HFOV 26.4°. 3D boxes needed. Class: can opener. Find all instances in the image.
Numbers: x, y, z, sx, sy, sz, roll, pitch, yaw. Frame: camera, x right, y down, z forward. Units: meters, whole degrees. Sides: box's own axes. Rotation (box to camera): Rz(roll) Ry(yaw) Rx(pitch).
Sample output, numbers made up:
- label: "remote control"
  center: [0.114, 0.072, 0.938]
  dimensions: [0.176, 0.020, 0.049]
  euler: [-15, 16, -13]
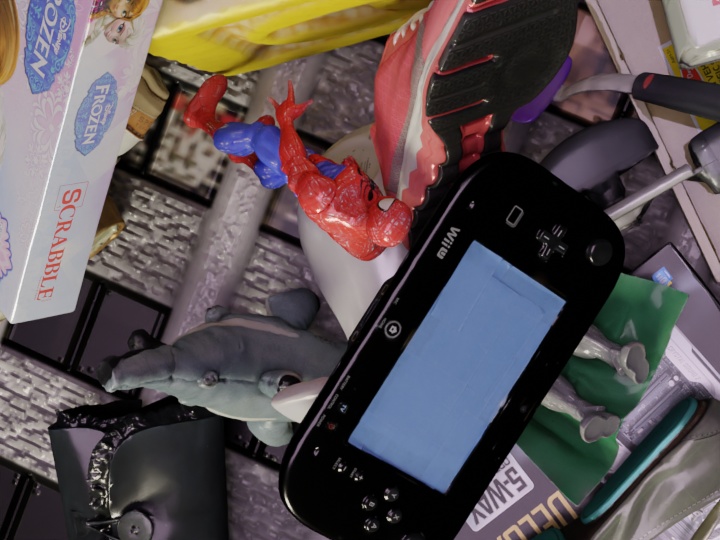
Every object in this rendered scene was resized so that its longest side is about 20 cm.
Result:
- label: "can opener"
  center: [0.180, -0.075, 0.792]
  dimensions: [0.199, 0.053, 0.067]
  euler: [-31, 86, 9]

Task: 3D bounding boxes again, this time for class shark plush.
- label: "shark plush"
  center: [-0.053, 0.046, 0.811]
  dimensions: [0.083, 0.199, 0.092]
  euler: [17, 85, 41]

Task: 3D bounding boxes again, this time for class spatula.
- label: "spatula"
  center: [0.131, -0.094, 0.798]
  dimensions: [0.199, 0.021, 0.057]
  euler: [14, 58, 39]

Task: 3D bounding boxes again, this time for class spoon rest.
- label: "spoon rest"
  center: [0.000, 0.000, 0.812]
  dimensions: [0.099, 0.202, 0.061]
  euler: [-16, 134, 31]

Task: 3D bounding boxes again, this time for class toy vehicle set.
- label: "toy vehicle set"
  center: [0.205, -0.111, 0.826]
  dimensions: [0.123, 0.027, 0.202]
  euler: [-25, 88, 11]

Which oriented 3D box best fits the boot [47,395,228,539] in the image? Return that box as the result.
- label: "boot"
  center: [-0.083, 0.157, 0.867]
  dimensions: [0.198, 0.076, 0.170]
  euler: [1, 97, 17]

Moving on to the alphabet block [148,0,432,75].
- label: "alphabet block"
  center: [-0.029, -0.224, 0.779]
  dimensions: [0.193, 0.196, 0.203]
  euler: [-12, 91, 12]

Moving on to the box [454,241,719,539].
- label: "box"
  center: [0.139, 0.108, 0.837]
  dimensions: [0.199, 0.050, 0.158]
  euler: [-38, 85, 9]

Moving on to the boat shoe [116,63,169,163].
- label: "boat shoe"
  center: [-0.190, -0.150, 0.879]
  dimensions: [0.068, 0.075, 0.200]
  euler: [-40, 94, 6]

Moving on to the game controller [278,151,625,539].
- label: "game controller"
  center: [0.043, 0.044, 0.726]
  dimensions: [0.104, 0.042, 0.201]
  euler: [30, 93, -36]

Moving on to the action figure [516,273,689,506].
- label: "action figure"
  center: [0.062, 0.023, 0.815]
  dimensions: [0.199, 0.055, 0.119]
  euler: [29, 88, 38]

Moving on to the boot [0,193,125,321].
- label: "boot"
  center: [-0.263, -0.054, 0.897]
  dimensions: [0.175, 0.066, 0.201]
  euler: [-37, 87, 10]

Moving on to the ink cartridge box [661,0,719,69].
- label: "ink cartridge box"
  center: [0.200, -0.212, 0.735]
  dimensions: [0.144, 0.145, 0.202]
  euler: [-14, 90, 10]

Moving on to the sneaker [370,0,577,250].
- label: "sneaker"
  center: [0.036, -0.095, 0.719]
  dimensions: [0.073, 0.201, 0.087]
  euler: [-17, 59, -24]

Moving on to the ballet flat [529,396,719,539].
- label: "ballet flat"
  center: [0.123, 0.148, 0.784]
  dimensions: [0.200, 0.067, 0.064]
  euler: [-43, 92, 9]

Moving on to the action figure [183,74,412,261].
- label: "action figure"
  center: [-0.028, -0.053, 0.785]
  dimensions: [0.052, 0.200, 0.065]
  euler: [-46, 126, -1]

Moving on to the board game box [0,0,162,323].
- label: "board game box"
  center: [-0.185, -0.114, 0.757]
  dimensions: [0.199, 0.041, 0.201]
  euler: [44, 129, 31]
